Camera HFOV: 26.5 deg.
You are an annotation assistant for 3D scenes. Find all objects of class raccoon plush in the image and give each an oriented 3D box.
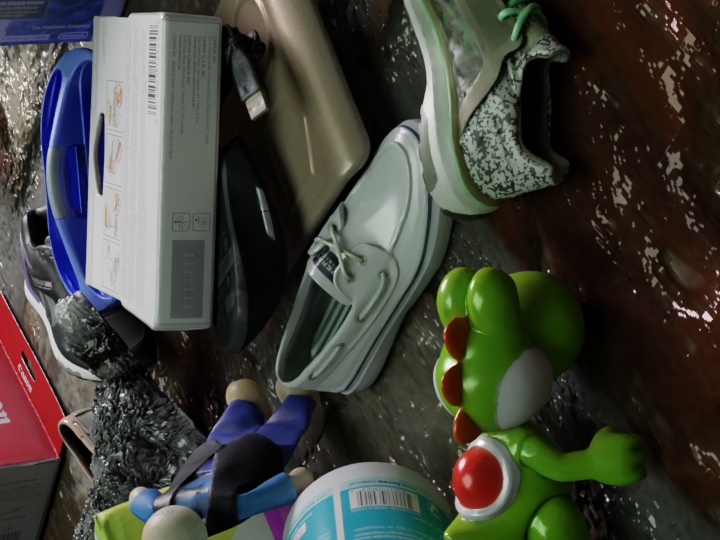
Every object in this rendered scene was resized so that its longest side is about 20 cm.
[{"bbox_3d":[-0.202,0.135,1.156,0.200,0.134,0.097,49,167,2],"label":"raccoon plush"}]

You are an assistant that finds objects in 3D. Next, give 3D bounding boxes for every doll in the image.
[{"bbox_3d":[-0.090,0.133,0.980,0.135,0.200,0.049,-12,109,20],"label":"doll"}]

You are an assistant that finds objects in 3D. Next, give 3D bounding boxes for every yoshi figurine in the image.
[{"bbox_3d":[0.095,0.086,0.833,0.112,0.111,0.202,-78,-23,-73],"label":"yoshi figurine"}]

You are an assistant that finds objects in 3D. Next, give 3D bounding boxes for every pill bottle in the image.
[{"bbox_3d":[0.011,0.205,0.863,0.200,0.109,0.112,-98,19,-64],"label":"pill bottle"}]

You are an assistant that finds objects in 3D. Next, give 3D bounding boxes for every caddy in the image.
[{"bbox_3d":[-0.193,-0.070,1.176,0.141,0.104,0.203,-2,93,53],"label":"caddy"}]

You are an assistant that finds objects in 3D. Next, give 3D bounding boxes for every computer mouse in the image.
[{"bbox_3d":[-0.068,-0.057,0.983,0.141,0.046,0.202,123,141,-55],"label":"computer mouse"}]

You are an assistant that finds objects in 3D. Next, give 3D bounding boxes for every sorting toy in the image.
[{"bbox_3d":[-0.061,-0.102,1.035,0.200,0.036,0.187,-49,56,53],"label":"sorting toy"}]

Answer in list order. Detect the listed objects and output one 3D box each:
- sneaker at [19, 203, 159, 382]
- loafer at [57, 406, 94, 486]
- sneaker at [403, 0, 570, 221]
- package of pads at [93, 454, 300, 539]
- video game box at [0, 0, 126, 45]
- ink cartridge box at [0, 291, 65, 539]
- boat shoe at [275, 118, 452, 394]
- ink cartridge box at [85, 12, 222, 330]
[{"bbox_3d":[-0.234,0.015,1.253,0.200,0.075,0.088,39,144,44],"label":"sneaker"},{"bbox_3d":[-0.188,0.194,1.245,0.201,0.062,0.072,57,136,33],"label":"loafer"},{"bbox_3d":[0.079,-0.130,0.833,0.088,0.077,0.202,-3,98,41],"label":"sneaker"},{"bbox_3d":[-0.084,0.233,1.021,0.068,0.153,0.201,98,149,-60],"label":"package of pads"},{"bbox_3d":[-0.256,-0.254,1.159,0.047,0.199,0.183,51,134,31],"label":"video game box"},{"bbox_3d":[-0.368,0.147,1.473,0.200,0.083,0.177,52,133,38],"label":"ink cartridge box"},{"bbox_3d":[0.000,0.000,0.950,0.074,0.066,0.202,45,129,41],"label":"boat shoe"},{"bbox_3d":[-0.144,-0.074,1.046,0.176,0.044,0.203,-159,70,-65],"label":"ink cartridge box"}]
